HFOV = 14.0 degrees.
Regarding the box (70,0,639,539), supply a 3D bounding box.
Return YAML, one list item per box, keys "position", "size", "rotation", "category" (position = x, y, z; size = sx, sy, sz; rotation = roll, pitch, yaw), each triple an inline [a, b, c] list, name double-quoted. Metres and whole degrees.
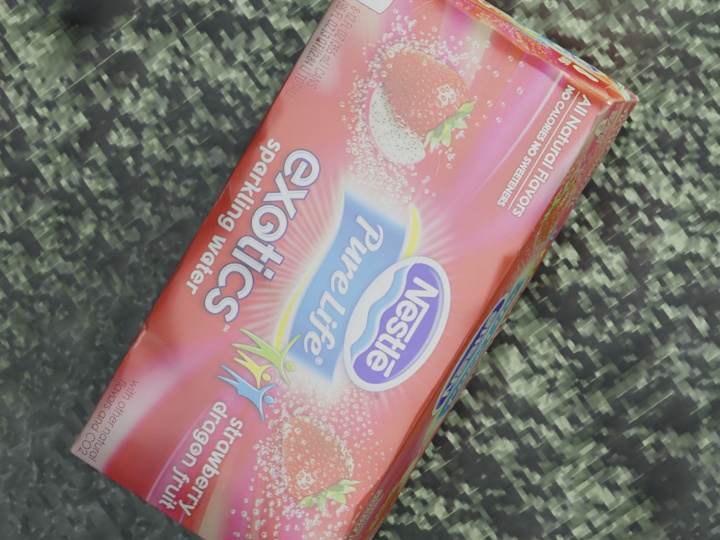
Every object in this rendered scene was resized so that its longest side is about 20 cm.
- position: [0.000, 0.000, 0.999]
  size: [0.099, 0.095, 0.200]
  rotation: [32, 99, 6]
  category: "box"
